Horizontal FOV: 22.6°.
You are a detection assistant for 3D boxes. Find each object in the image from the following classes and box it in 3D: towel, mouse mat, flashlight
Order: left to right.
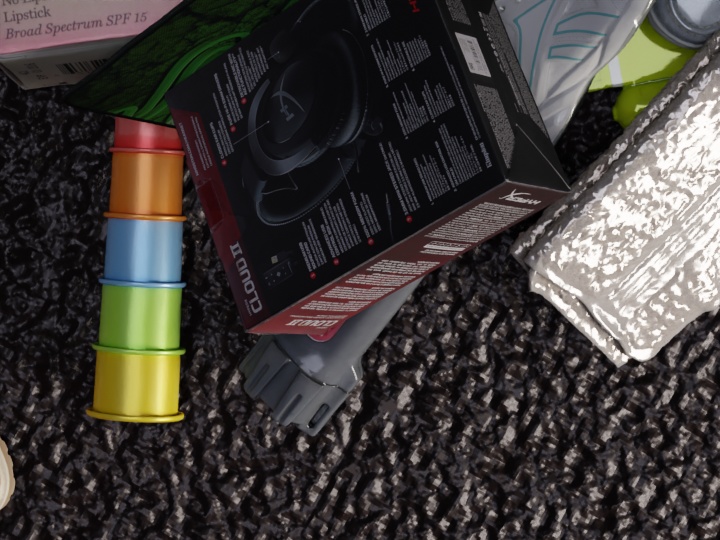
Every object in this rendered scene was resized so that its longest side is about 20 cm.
[{"bbox_3d":[-0.049,-0.131,0.992,0.199,0.160,0.008,-31,71,28],"label":"mouse mat"},{"bbox_3d":[0.000,0.000,1.051,0.068,0.068,0.200,23,118,-33],"label":"flashlight"},{"bbox_3d":[0.188,-0.041,1.039,0.200,0.035,0.132,-47,129,6],"label":"towel"}]

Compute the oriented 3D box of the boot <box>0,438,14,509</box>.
[{"bbox_3d":[-0.282,0.068,1.069,0.075,0.107,0.201,-35,90,6],"label":"boot"}]

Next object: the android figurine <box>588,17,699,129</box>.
[{"bbox_3d":[0.166,-0.174,1.063,0.198,0.041,0.184,-9,94,2],"label":"android figurine"}]

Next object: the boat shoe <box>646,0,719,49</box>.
[{"bbox_3d":[0.222,-0.220,1.008,0.074,0.065,0.203,30,94,-3],"label":"boat shoe"}]

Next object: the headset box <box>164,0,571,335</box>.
[{"bbox_3d":[-0.008,-0.065,0.972,0.199,0.077,0.150,-31,70,30],"label":"headset box"}]

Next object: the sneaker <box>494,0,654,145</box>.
[{"bbox_3d":[0.114,-0.143,1.000,0.080,0.070,0.201,37,122,3],"label":"sneaker"}]

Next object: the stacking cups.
[{"bbox_3d":[-0.131,-0.012,1.086,0.060,0.061,0.202,3,89,2],"label":"stacking cups"}]

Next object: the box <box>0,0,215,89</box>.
[{"bbox_3d":[-0.151,-0.216,1.024,0.126,0.109,0.202,-8,86,-1],"label":"box"}]
